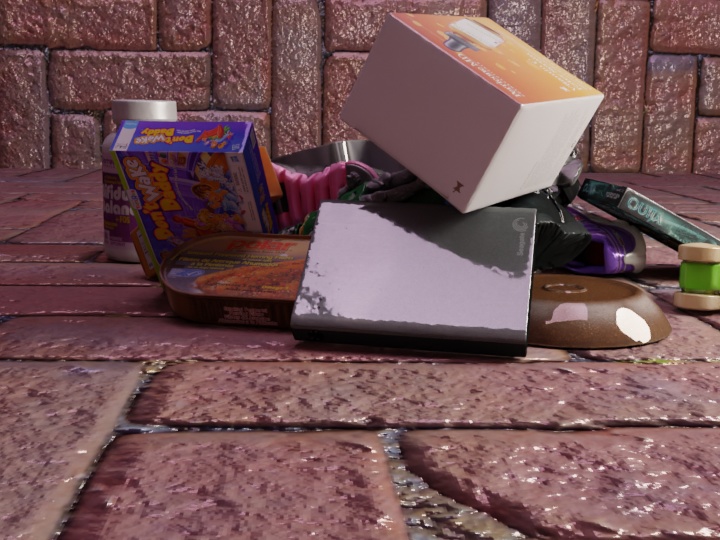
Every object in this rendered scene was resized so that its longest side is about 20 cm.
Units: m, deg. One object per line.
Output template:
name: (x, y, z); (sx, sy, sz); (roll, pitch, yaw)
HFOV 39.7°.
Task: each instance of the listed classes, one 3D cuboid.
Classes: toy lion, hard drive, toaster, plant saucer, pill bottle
toy lion: (0.438, 0.011, 1.030); (0.197, 0.070, 0.191); (5, 3, 27)
hard drive: (0.050, 0.004, 0.858); (0.197, 0.033, 0.141); (3, 53, 12)
toaster: (-0.049, -0.095, 1.323); (0.179, 0.121, 0.199); (-12, 0, 31)
plant saucer: (0.191, 0.032, 0.935); (0.197, 0.037, 0.200); (1, 9, 0)
pill bottle: (-0.279, -0.118, 1.291); (0.110, 0.204, 0.112); (0, 9, 0)

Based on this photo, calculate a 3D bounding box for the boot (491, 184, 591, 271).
boot: (0.139, -0.077, 1.006); (0.197, 0.074, 0.163); (-3, 49, -55)

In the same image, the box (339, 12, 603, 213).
box: (0.106, -0.151, 0.914); (0.152, 0.107, 0.199); (39, 29, 20)

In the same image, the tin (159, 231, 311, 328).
tin: (-0.092, 0.008, 0.944); (0.197, 0.042, 0.113); (3, 37, 13)

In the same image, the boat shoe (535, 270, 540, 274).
boat shoe: (0.136, -0.011, 1.174); (0.197, 0.058, 0.067); (-6, 37, -17)

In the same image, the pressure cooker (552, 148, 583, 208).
pressure cooker: (0.172, -0.139, 1.241); (0.177, 0.201, 0.177); (-33, 35, 6)

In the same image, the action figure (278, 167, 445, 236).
action figure: (-0.005, -0.062, 0.991); (0.198, 0.055, 0.119); (-27, 23, 30)

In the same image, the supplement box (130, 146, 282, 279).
supplement box: (-0.175, -0.062, 1.113); (0.066, 0.070, 0.199); (-10, -16, -48)

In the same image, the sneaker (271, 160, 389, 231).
sneaker: (-0.047, -0.088, 1.111); (0.197, 0.080, 0.095); (5, 14, 29)

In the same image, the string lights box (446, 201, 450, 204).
string lights box: (0.103, -0.052, 1.065); (0.102, 0.059, 0.200); (37, 28, -3)

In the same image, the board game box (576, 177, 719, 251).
board game box: (0.372, -0.050, 1.207); (0.198, 0.028, 0.135); (27, 5, -12)

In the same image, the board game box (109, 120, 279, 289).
board game box: (-0.158, -0.059, 1.010); (0.132, 0.202, 0.045); (2, 48, 11)

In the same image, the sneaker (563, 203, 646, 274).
sneaker: (0.261, -0.039, 1.247); (0.082, 0.082, 0.199); (-12, 16, -33)
